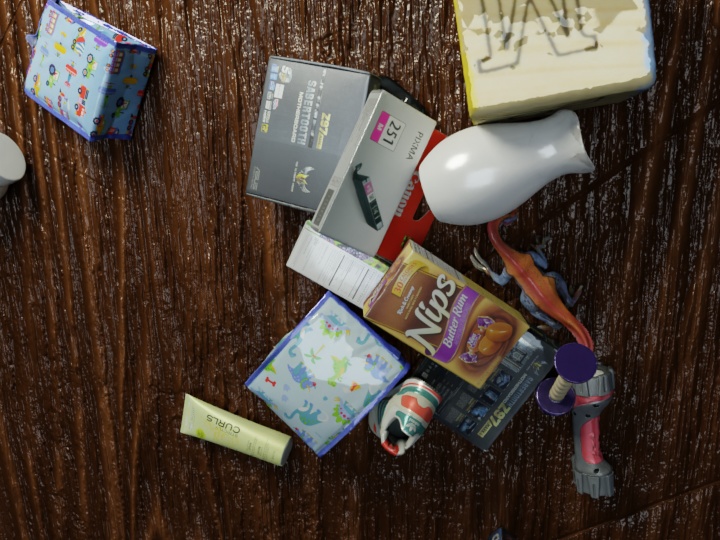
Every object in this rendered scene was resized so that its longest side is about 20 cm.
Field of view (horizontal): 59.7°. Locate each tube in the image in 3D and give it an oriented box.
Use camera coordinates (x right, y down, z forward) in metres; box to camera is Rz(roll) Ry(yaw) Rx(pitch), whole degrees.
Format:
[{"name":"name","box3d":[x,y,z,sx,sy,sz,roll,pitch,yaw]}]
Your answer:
[{"name":"tube","box3d":[-0.215,0.277,1.067,0.199,0.052,0.058,18,67,12]}]

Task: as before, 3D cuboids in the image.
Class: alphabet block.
[{"name":"alphabet block","box3d":[0.219,-0.289,0.753,0.199,0.195,0.197,-8,96,12]}]

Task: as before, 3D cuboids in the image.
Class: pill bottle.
[{"name":"pill bottle","box3d":[-0.649,-0.149,1.013,0.199,0.111,0.111,-19,100,16]}]

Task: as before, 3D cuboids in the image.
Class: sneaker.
[{"name":"sneaker","box3d":[0.047,0.231,0.936,0.070,0.094,0.200,36,145,-2]}]

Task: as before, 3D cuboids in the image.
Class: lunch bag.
[{"name":"lunch bag","box3d":[-0.046,0.149,0.958,0.170,0.127,0.200,42,118,-1]},{"name":"lunch bag","box3d":[-0.432,-0.308,0.948,0.200,0.094,0.151,31,111,12]}]

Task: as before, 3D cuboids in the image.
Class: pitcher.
[{"name":"pitcher","box3d":[0.187,-0.140,0.817,0.199,0.172,0.122,-19,101,20]}]

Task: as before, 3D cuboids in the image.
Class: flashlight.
[{"name":"flashlight","box3d":[0.347,0.238,0.931,0.068,0.068,0.201,-7,101,10]}]

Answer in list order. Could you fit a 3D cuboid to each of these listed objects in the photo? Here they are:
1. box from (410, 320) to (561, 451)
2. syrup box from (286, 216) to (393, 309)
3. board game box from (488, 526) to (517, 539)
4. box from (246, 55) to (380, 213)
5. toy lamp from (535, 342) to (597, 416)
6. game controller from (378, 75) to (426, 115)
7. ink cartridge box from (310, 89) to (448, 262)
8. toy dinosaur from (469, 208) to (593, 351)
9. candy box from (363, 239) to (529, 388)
[{"name":"box","box3d":[0.181,0.151,0.950,0.157,0.051,0.200,33,108,3]},{"name":"syrup box","box3d":[0.000,0.000,0.935,0.199,0.079,0.082,29,107,3]},{"name":"board game box","box3d":[0.285,0.514,0.978,0.200,0.136,0.035,40,108,-1]},{"name":"box","box3d":[-0.068,-0.187,0.885,0.157,0.051,0.201,16,102,18]},{"name":"toy lamp","box3d":[0.272,0.156,0.850,0.058,0.200,0.058,-4,62,7]},{"name":"game controller","box3d":[0.003,-0.181,0.915,0.104,0.042,0.200,45,108,13]},{"name":"ink cartridge box","box3d":[0.049,-0.113,0.850,0.173,0.044,0.201,23,95,-27]},{"name":"toy dinosaur","box3d":[0.241,-0.002,0.855,0.105,0.200,0.181,-44,124,3]},{"name":"candy box","box3d":[0.116,0.062,0.866,0.200,0.056,0.117,32,106,-10]}]
